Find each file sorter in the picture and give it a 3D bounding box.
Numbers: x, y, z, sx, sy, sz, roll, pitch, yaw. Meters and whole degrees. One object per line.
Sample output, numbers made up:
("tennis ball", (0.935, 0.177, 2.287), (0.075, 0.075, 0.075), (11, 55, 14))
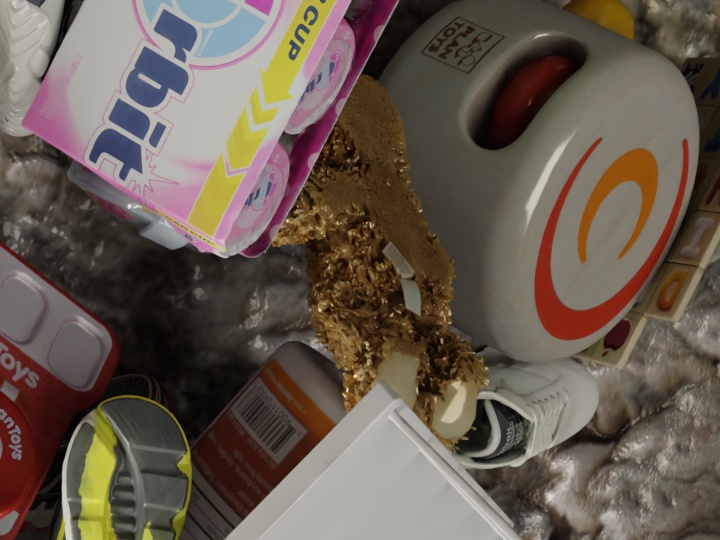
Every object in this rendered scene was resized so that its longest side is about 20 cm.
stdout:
("file sorter", (0.029, 0.171, 1.117), (0.139, 0.125, 0.200), (-44, 151, -3))

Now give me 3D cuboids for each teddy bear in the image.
("teddy bear", (0.000, 0.000, 1.182), (0.145, 0.067, 0.201), (-11, 72, -56))

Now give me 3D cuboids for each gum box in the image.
("gum box", (-0.057, -0.114, 1.089), (0.201, 0.113, 0.066), (-62, 164, 8))

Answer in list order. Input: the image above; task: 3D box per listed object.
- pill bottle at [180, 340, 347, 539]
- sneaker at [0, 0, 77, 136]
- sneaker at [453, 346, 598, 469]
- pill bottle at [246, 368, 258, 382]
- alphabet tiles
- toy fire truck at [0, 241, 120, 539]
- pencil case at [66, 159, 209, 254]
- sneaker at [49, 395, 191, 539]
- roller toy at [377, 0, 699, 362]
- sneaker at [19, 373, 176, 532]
("pill bottle", (-0.060, 0.142, 1.208), (0.200, 0.112, 0.112), (-48, 136, 3))
("sneaker", (-0.124, -0.167, 1.120), (0.129, 0.079, 0.201), (-12, 106, -31))
("sneaker", (0.085, 0.089, 1.438), (0.199, 0.080, 0.077), (-3, 108, -46))
("pill bottle", (-0.046, 0.165, 1.319), (0.113, 0.113, 0.201), (21, 92, -47))
("alphabet tiles", (0.173, -0.037, 1.413), (0.006, 0.166, 0.201), (29, 84, -21))
("toy fire truck", (-0.215, 0.035, 1.086), (0.200, 0.112, 0.168), (39, 45, -17))
("pencil case", (-0.067, -0.108, 1.195), (0.083, 0.090, 0.201), (32, 86, -48))
("sneaker", (-0.114, 0.157, 1.117), (0.074, 0.085, 0.201), (11, 89, -6))
("roller toy", (0.086, -0.057, 1.330), (0.182, 0.139, 0.201), (-2, 116, -54))
("sneaker", (-0.176, 0.089, 1.184), (0.199, 0.080, 0.075), (-19, 118, -37))
